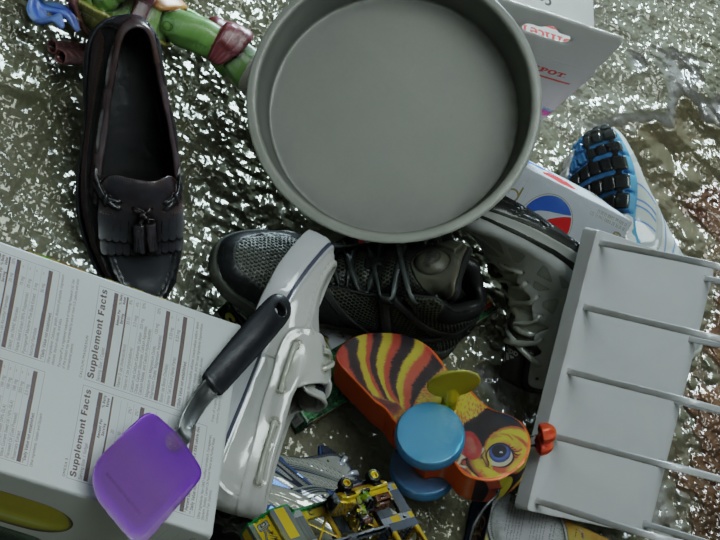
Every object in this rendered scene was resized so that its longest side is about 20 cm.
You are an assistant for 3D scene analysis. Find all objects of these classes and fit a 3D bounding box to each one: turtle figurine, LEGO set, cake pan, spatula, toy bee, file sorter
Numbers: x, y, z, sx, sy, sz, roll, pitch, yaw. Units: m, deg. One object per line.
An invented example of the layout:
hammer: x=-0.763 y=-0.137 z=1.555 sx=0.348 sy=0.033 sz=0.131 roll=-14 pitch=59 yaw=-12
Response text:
turtle figurine: x=-0.119 y=-0.213 z=1.751 sx=0.194 sy=0.144 sz=0.200 roll=34 pitch=57 yaw=-17
LEGO set: x=-0.020 y=0.228 z=1.548 sx=0.154 sy=0.200 sz=0.116 roll=-7 pitch=55 yaw=-43
cake pan: x=0.023 y=-0.111 z=1.688 sx=0.200 sy=0.037 sz=0.201 roll=0 pitch=75 yaw=1
spatula: x=-0.095 y=0.078 z=1.495 sx=0.057 sy=0.021 sz=0.200 roll=51 pitch=47 yaw=-16
toy bee: x=0.072 y=0.119 z=1.691 sx=0.109 sy=0.131 sz=0.200 roll=-26 pitch=86 yaw=-18
file sorter: x=0.219 y=0.089 z=1.724 sx=0.139 sy=0.124 sz=0.200 roll=16 pitch=87 yaw=-45

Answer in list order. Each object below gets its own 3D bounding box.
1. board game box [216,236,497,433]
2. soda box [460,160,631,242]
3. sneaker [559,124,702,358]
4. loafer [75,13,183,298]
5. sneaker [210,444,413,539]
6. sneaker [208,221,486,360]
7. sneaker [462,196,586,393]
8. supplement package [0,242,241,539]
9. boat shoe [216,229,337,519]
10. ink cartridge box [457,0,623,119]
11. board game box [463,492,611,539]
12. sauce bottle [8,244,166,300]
board game box: x=0.000 y=0.029 z=1.774 sx=0.200 sy=0.023 sz=0.105 roll=-30 pitch=85 yaw=-38
soda box: x=0.097 y=-0.056 z=1.815 sx=0.200 sy=0.068 sz=0.064 roll=24 pitch=100 yaw=-29
sneaker: x=0.212 y=-0.015 z=1.904 sx=0.087 sy=0.075 sz=0.200 roll=6 pitch=65 yaw=-44
loafer: x=-0.154 y=-0.073 z=1.666 sx=0.072 sy=0.063 sz=0.200 roll=-5 pitch=92 yaw=-15
sneaker: x=-0.017 y=0.161 z=1.663 sx=0.200 sy=0.077 sz=0.085 roll=28 pitch=50 yaw=-17
sneaker: x=0.000 y=0.000 z=1.704 sx=0.199 sy=0.114 sz=0.076 roll=18 pitch=56 yaw=-20
sneaker: x=0.122 y=0.025 z=1.773 sx=0.200 sy=0.076 sz=0.115 roll=31 pitch=95 yaw=-34
supplement package: x=-0.202 y=0.095 z=1.533 sx=0.200 sy=0.152 sz=0.151 roll=20 pitch=57 yaw=-22
boat shoe: x=-0.049 y=0.069 z=1.610 sx=0.066 sy=0.072 sz=0.200 roll=21 pitch=63 yaw=6
ink cartridge box: x=0.093 y=-0.159 z=1.813 sx=0.116 sy=0.200 sz=0.068 roll=14 pitch=59 yaw=-25
board game box: x=0.123 y=0.265 z=1.716 sx=0.135 sy=0.035 sz=0.200 roll=27 pitch=55 yaw=-17
sauce bottle: x=-0.159 y=0.042 z=1.645 sx=0.200 sy=0.065 sz=0.065 roll=22 pitch=56 yaw=-23
